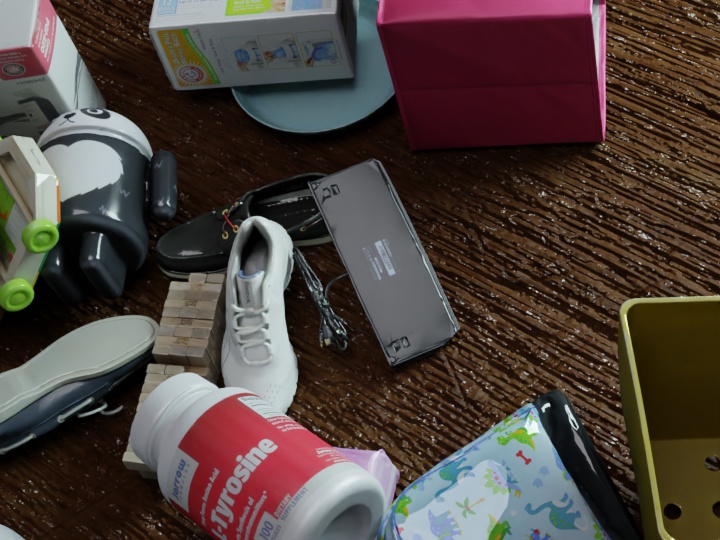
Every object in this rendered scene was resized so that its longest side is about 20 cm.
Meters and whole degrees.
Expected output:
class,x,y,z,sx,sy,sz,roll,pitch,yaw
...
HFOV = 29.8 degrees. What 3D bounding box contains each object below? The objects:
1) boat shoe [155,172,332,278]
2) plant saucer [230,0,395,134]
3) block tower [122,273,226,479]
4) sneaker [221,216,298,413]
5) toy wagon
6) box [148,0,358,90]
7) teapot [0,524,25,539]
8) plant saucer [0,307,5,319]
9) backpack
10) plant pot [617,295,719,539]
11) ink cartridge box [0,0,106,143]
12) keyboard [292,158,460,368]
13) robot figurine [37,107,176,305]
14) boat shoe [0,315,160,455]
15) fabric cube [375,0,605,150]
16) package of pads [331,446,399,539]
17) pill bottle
class,x,y,z,sx,sy,sz,roll,pitch,yaw
boat shoe,-0.111,-0.047,1.340,0.201,0.063,0.074,-15,58,4
plant saucer,-0.042,-0.220,1.458,0.200,0.027,0.200,-5,56,8
block tower,-0.165,0.101,1.257,0.054,0.058,0.200,3,56,14
sneaker,-0.100,0.044,1.244,0.074,0.087,0.200,-5,77,5
toy wagon,-0.346,-0.029,1.291,0.040,0.200,0.155,3,36,-41
box,-0.110,-0.269,1.427,0.200,0.101,0.113,-3,57,10
teapot,-0.310,0.316,1.092,0.146,0.200,0.197,45,31,-6
plant saucer,-0.458,0.025,1.379,0.200,0.037,0.200,-6,56,9
backpack,0.108,0.207,1.088,0.200,0.154,0.163,-28,75,8
plant pot,0.299,0.149,1.042,0.200,0.176,0.200,-2,56,-1
ink cartridge box,-0.366,-0.192,1.403,0.145,0.200,0.085,-6,61,8
keyboard,0.000,0.000,1.273,0.127,0.021,0.200,-22,73,-9
robot figurine,-0.270,-0.068,1.345,0.150,0.125,0.200,14,54,-22
boat shoe,-0.273,0.110,1.266,0.200,0.062,0.075,-31,40,-20
fabric cube,0.138,-0.253,1.339,0.199,0.200,0.196,-2,57,13
package of pads,-0.046,0.240,1.126,0.120,0.076,0.200,2,57,19
pill bottle,-0.087,0.164,1.074,0.200,0.112,0.112,30,67,33
